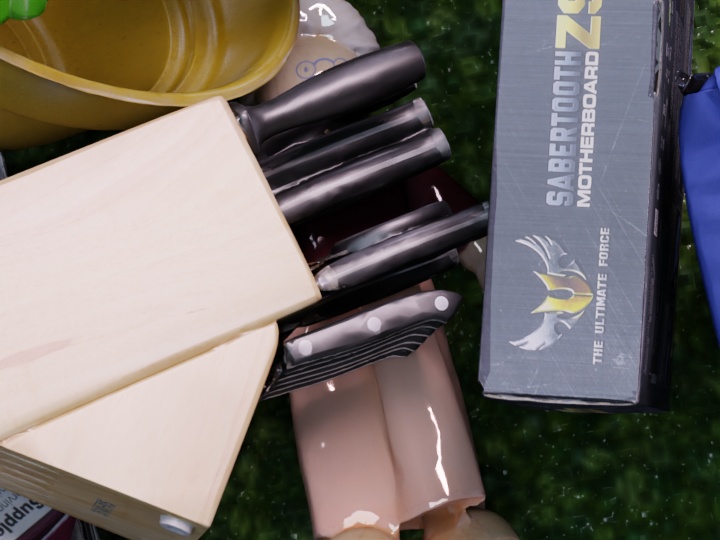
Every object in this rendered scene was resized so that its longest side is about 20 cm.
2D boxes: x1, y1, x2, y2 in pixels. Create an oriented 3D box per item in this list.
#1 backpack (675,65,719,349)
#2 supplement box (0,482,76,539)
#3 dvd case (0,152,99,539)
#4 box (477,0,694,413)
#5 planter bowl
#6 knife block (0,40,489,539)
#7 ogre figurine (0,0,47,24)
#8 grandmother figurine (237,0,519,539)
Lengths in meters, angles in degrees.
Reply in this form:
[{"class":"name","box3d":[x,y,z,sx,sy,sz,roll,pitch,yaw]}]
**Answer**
[{"class":"backpack","box3d":[0.186,-0.026,0.657,0.167,0.200,0.164,-6,89,21]},{"class":"supplement box","box3d":[-0.205,0.085,0.715,0.199,0.103,0.131,33,128,13]},{"class":"dvd case","box3d":[-0.160,0.062,0.762,0.148,0.016,0.202,-3,108,27]},{"class":"box","box3d":[0.075,-0.057,0.703,0.051,0.158,0.202,4,87,12]},{"class":"planter bowl","box3d":[-0.124,-0.100,0.730,0.201,0.200,0.084,47,124,12]},{"class":"knife block","box3d":[-0.064,-0.014,0.681,0.199,0.064,0.177,22,71,-7]},{"class":"ogre figurine","box3d":[-0.056,-0.149,0.677,0.200,0.098,0.120,-37,64,-7]},{"class":"grandmother figurine","box3d":[0.000,0.000,0.755,0.120,0.061,0.202,-5,72,-32]}]
